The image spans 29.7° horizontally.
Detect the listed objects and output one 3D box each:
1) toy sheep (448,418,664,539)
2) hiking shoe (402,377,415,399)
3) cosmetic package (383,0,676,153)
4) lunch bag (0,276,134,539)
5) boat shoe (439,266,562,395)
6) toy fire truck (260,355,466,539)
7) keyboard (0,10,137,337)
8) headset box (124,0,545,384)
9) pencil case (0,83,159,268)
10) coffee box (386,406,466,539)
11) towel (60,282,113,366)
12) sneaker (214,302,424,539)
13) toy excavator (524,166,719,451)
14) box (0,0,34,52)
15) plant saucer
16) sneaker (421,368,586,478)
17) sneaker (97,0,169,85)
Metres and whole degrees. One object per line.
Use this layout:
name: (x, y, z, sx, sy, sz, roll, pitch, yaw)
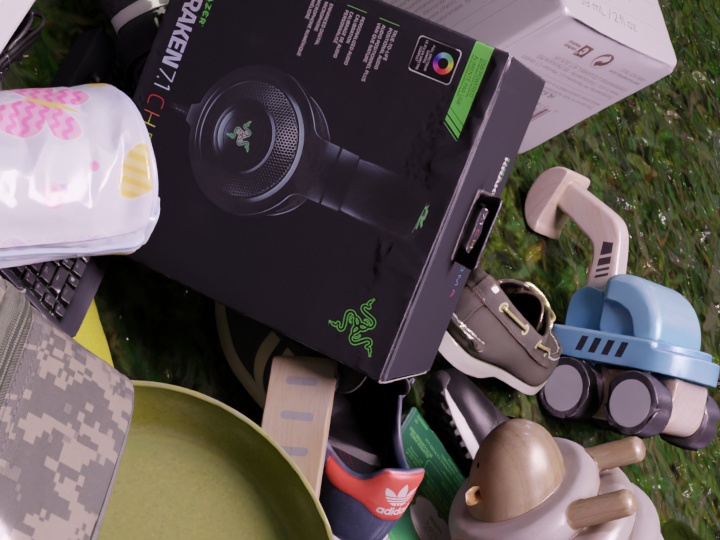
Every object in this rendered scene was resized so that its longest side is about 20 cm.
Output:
toy sheep: (0.124, 0.173, 0.811, 0.202, 0.136, 0.138, 63, 35, -19)
hiking shoe: (0.000, 0.000, 0.843, 0.074, 0.086, 0.203, -34, 136, -45)
cosmetic package: (0.121, -0.231, 1.086, 0.166, 0.165, 0.203, 11, 60, -47)
lunch bag: (-0.203, 0.067, 0.483, 0.167, 0.199, 0.141, 40, 42, -31)
boat shoe: (0.107, 0.040, 0.965, 0.072, 0.060, 0.201, 52, 15, 24)
toy fire truck: (0.006, 0.156, 0.673, 0.173, 0.129, 0.203, -1, 104, -11)
keyboard: (-0.168, -0.070, 0.739, 0.127, 0.020, 0.201, 47, 34, -28)
headset box: (-0.017, -0.056, 0.718, 0.198, 0.176, 0.093, 25, 7, 17)
pencil case: (-0.189, -0.033, 0.611, 0.198, 0.084, 0.091, -15, 49, -38)
coffee box: (0.017, 0.189, 0.813, 0.124, 0.044, 0.200, 54, 37, -14)
towel: (-0.166, 0.035, 0.703, 0.086, 0.018, 0.203, 0, 69, -57)
sneaker: (-0.019, 0.058, 0.781, 0.074, 0.085, 0.202, -1, 52, -42)
toy excavator: (0.203, 0.025, 1.080, 0.099, 0.193, 0.203, 18, 84, -44)
box: (-0.228, -0.192, 0.679, 0.152, 0.106, 0.201, 44, 41, -25)
plant saucer: (-0.105, 0.152, 0.604, 0.031, 0.197, 0.203, 91, -16, -76)
sneaker: (0.119, 0.135, 0.918, 0.090, 0.070, 0.201, -36, 105, -12)
sneaker: (-0.086, -0.142, 0.855, 0.199, 0.072, 0.113, -6, 76, -54)
